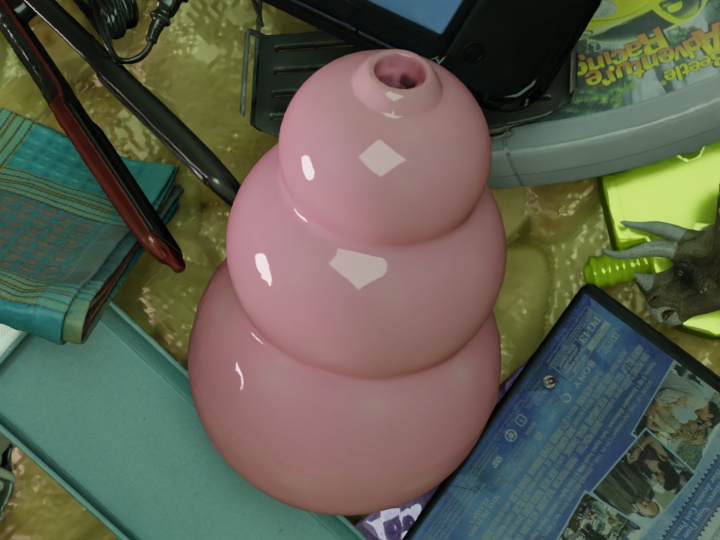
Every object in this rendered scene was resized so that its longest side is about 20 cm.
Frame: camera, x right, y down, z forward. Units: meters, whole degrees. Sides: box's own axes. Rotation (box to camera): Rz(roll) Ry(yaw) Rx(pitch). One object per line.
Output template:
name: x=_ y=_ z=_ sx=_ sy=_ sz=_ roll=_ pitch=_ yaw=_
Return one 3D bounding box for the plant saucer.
plant saucer: x=-0.067 y=0.093 z=1.091 sx=0.200 sy=0.019 sz=0.070 roll=44 pitch=75 yaw=-13

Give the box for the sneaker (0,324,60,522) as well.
sneaker: x=-0.150 y=0.060 z=1.097 sx=0.115 sy=0.076 sz=0.202 roll=-13 pitch=84 yaw=3

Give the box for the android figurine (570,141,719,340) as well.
android figurine: x=0.183 y=-0.042 z=1.113 sx=0.199 sy=0.041 sz=0.183 roll=-11 pitch=86 yaw=-1

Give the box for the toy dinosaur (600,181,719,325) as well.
toy dinosaur: x=0.205 y=-0.029 z=1.054 sx=0.200 sy=0.077 sz=0.102 roll=-37 pitch=94 yaw=0

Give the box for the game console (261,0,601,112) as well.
game console: x=0.012 y=-0.185 z=1.004 sx=0.199 sy=0.118 sz=0.171 roll=27 pitch=78 yaw=24

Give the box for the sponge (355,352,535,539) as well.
sponge: x=0.106 y=0.137 z=1.097 sx=0.112 sy=0.030 sz=0.200 roll=-43 pitch=86 yaw=-14

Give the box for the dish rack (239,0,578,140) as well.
dish rack: x=0.019 y=-0.145 z=1.080 sx=0.153 sy=0.055 sz=0.201 roll=-4 pitch=66 yaw=16

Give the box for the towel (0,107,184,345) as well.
towel: x=-0.181 y=-0.040 z=1.078 sx=0.199 sy=0.147 sz=0.022 roll=21 pitch=119 yaw=3

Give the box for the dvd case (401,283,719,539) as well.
dvd case: x=0.131 y=0.119 z=1.080 sx=0.200 sy=0.018 sz=0.143 roll=36 pitch=74 yaw=2

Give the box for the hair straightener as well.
hair straightener: x=-0.100 y=-0.093 z=1.092 sx=0.077 sy=0.041 sz=0.200 roll=-39 pitch=59 yaw=5

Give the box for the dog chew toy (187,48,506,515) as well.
dog chew toy: x=0.000 y=0.000 z=1.022 sx=0.124 sy=0.201 sz=0.125 roll=5 pitch=44 yaw=-5

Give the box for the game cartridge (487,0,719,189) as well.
game cartridge: x=0.106 y=-0.108 z=1.087 sx=0.199 sy=0.041 sz=0.134 roll=-17 pitch=67 yaw=8
